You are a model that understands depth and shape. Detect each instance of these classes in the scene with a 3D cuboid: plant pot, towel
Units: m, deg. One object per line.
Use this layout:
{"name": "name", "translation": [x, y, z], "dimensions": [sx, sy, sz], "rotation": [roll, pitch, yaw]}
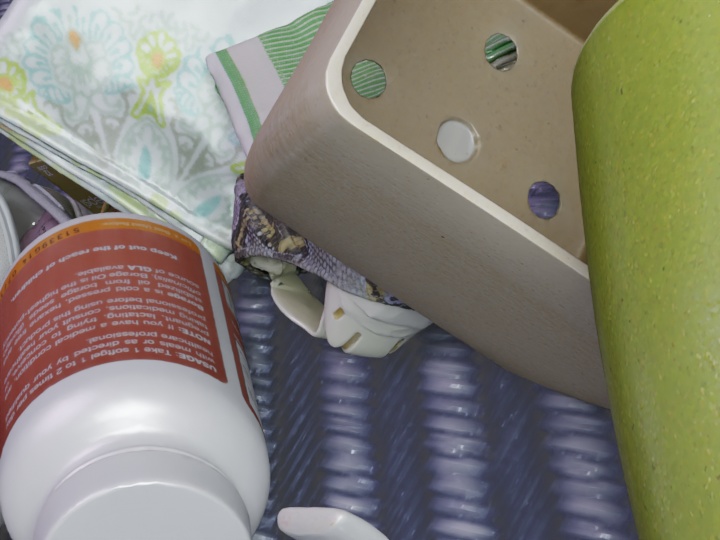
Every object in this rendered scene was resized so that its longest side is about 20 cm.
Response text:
{"name": "plant pot", "translation": [0.073, -0.063, 0.701], "dimensions": [0.200, 0.200, 0.177], "rotation": [-63, 17, -21]}
{"name": "towel", "translation": [-0.075, -0.115, 0.999], "dimensions": [0.200, 0.171, 0.048], "rotation": [-57, 3, -11]}
{"name": "towel", "translation": [0.031, -0.111, 0.914], "dimensions": [0.200, 0.023, 0.153], "rotation": [-29, 29, 0]}
{"name": "plant pot", "translation": [0.139, 0.047, 0.491], "dimensions": [0.187, 0.187, 0.200], "rotation": [-21, 55, 45]}

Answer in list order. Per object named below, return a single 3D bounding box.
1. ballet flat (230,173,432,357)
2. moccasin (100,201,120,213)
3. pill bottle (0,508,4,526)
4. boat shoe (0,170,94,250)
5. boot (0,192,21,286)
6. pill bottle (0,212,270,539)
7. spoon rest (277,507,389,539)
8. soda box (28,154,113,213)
{"name": "ballet flat", "translation": [0.000, 0.000, 0.873], "dimensions": [0.072, 0.072, 0.200], "rotation": [-55, 27, -6]}
{"name": "moccasin", "translation": [-0.098, -0.057, 1.063], "dimensions": [0.074, 0.078, 0.202], "rotation": [-19, 41, 47]}
{"name": "pill bottle", "translation": [-0.237, 0.062, 1.099], "dimensions": [0.110, 0.110, 0.200], "rotation": [-50, 24, 3]}
{"name": "boat shoe", "translation": [-0.169, 0.005, 1.114], "dimensions": [0.074, 0.065, 0.202], "rotation": [-47, 28, 11]}
{"name": "boot", "translation": [-0.197, 0.051, 0.944], "dimensions": [0.096, 0.073, 0.200], "rotation": [-152, 68, -82]}
{"name": "pill bottle", "translation": [-0.099, 0.067, 0.877], "dimensions": [0.112, 0.112, 0.200], "rotation": [-44, 27, 15]}
{"name": "spoon rest", "translation": [-0.020, 0.183, 0.691], "dimensions": [0.099, 0.061, 0.200], "rotation": [-7, 65, 56]}
{"name": "soda box", "translation": [-0.106, -0.127, 1.176], "dimensions": [0.068, 0.064, 0.200], "rotation": [-7, 51, 54]}
